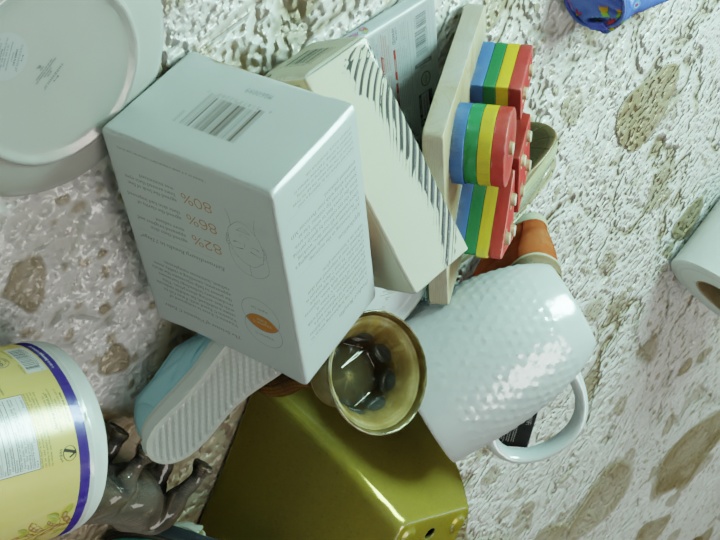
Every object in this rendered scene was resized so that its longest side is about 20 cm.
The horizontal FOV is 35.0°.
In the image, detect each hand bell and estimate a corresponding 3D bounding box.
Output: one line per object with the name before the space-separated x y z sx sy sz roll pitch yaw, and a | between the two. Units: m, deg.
hand bell | -0.042 0.097 1.029 0.104 0.200 0.105 7 79 -35

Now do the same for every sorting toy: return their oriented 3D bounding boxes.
sorting toy | 0.113 -0.103 1.045 0.201 0.069 0.199 84 19 -45

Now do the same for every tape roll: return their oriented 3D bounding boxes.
tape roll | 0.570 -0.004 1.650 0.139 0.202 0.203 -52 146 -5

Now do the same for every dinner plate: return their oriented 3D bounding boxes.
dinner plate | -0.209 -0.135 0.760 0.200 0.024 0.201 -30 138 -31

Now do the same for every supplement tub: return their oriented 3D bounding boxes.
supplement tub | -0.292 0.134 0.783 0.199 0.145 0.146 -11 127 -45

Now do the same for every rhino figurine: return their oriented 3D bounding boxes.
rhino figurine | -0.218 0.183 0.991 0.088 0.060 0.200 -58 144 1

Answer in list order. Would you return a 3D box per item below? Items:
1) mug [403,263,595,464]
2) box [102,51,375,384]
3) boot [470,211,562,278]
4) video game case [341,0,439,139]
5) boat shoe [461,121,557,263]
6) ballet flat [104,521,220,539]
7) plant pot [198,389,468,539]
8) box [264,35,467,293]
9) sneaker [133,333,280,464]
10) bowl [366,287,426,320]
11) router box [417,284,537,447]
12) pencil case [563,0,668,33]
mug | 0.141 0.097 1.103 0.175 0.148 0.201 -31 105 4
box | -0.084 -0.038 0.861 0.106 0.152 0.201 -50 150 -34
boot | 0.151 0.022 1.280 0.075 0.108 0.200 24 131 -23
video game case | -0.007 -0.140 1.001 0.200 0.018 0.144 -36 142 -24
boat shoe | 0.140 -0.068 1.197 0.200 0.072 0.065 -48 145 -19
ballet flat | -0.143 0.279 1.085 0.073 0.199 0.073 13 90 -82
plant pot | -0.009 0.236 1.162 0.194 0.200 0.196 0 118 -50
box | 0.003 -0.083 0.919 0.068 0.082 0.201 -39 116 -24
sneaker | -0.123 0.070 0.983 0.200 0.082 0.074 -41 134 -1
bowl | 0.000 0.000 1.048 0.201 0.090 0.202 -34 147 -26
router box | 0.123 0.106 1.247 0.156 0.052 0.201 6 132 -3
pencil case | 0.296 -0.306 1.167 0.200 0.078 0.087 -30 117 -29
